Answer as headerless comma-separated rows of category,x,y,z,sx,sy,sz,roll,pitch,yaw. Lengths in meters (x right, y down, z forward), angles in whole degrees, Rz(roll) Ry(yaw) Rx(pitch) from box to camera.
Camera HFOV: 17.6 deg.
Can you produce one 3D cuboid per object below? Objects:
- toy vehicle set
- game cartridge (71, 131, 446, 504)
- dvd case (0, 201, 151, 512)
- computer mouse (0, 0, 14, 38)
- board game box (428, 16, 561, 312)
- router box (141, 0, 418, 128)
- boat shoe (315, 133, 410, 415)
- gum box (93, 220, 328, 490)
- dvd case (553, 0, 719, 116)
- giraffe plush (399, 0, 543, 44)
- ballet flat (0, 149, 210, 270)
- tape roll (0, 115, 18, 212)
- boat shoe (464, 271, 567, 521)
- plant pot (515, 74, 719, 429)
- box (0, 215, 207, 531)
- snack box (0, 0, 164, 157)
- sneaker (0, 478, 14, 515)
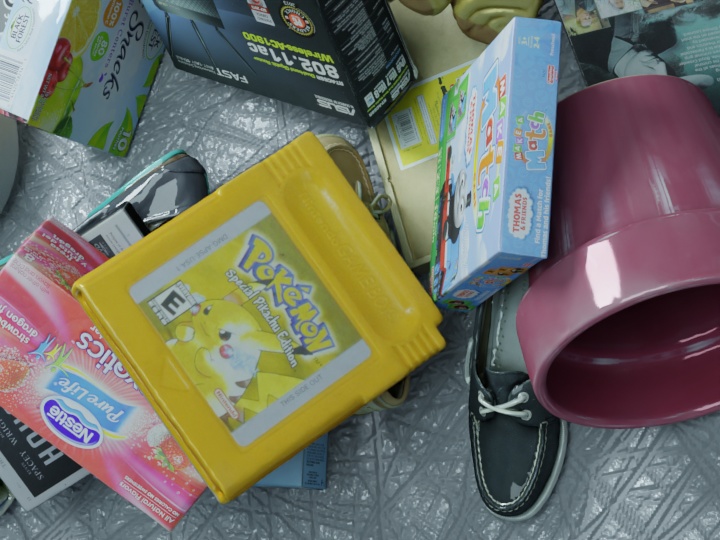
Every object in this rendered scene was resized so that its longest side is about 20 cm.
toy vehicle set,0.066,-0.112,1.651,0.124,0.027,0.200,-20,76,19
game cartridge,-0.062,0.029,1.546,0.200,0.032,0.176,-35,87,-20
dvd case,-0.202,0.064,1.657,0.200,0.025,0.150,-32,100,16
computer mouse,-0.283,-0.195,1.798,0.200,0.044,0.110,-12,74,26
board game box,0.086,-0.064,1.514,0.037,0.200,0.151,7,78,-11
router box,-0.071,-0.191,1.626,0.200,0.150,0.062,20,60,36
boat shoe,0.000,0.000,1.627,0.063,0.073,0.200,-12,89,58
gum box,-0.105,0.056,1.689,0.170,0.045,0.200,1,82,23
dvd case,0.204,-0.174,1.531,0.146,0.200,0.022,-12,35,21
giraffe plush,0.103,-0.278,1.589,0.200,0.173,0.162,-23,35,28
ballet flat,-0.190,-0.011,1.675,0.200,0.073,0.073,-31,73,13
tape roll,-0.358,-0.100,1.791,0.203,0.037,0.203,4,101,22
boat shoe,0.103,0.071,1.593,0.076,0.060,0.200,0,83,23
plant pot,0.189,-0.020,1.511,0.200,0.200,0.179,-22,59,18
box,-0.172,0.070,1.591,0.200,0.095,0.103,38,109,-5
snack box,-0.192,-0.194,1.704,0.053,0.142,0.200,21,92,24
sneaker,-0.310,0.155,1.742,0.200,0.076,0.077,-29,69,18
